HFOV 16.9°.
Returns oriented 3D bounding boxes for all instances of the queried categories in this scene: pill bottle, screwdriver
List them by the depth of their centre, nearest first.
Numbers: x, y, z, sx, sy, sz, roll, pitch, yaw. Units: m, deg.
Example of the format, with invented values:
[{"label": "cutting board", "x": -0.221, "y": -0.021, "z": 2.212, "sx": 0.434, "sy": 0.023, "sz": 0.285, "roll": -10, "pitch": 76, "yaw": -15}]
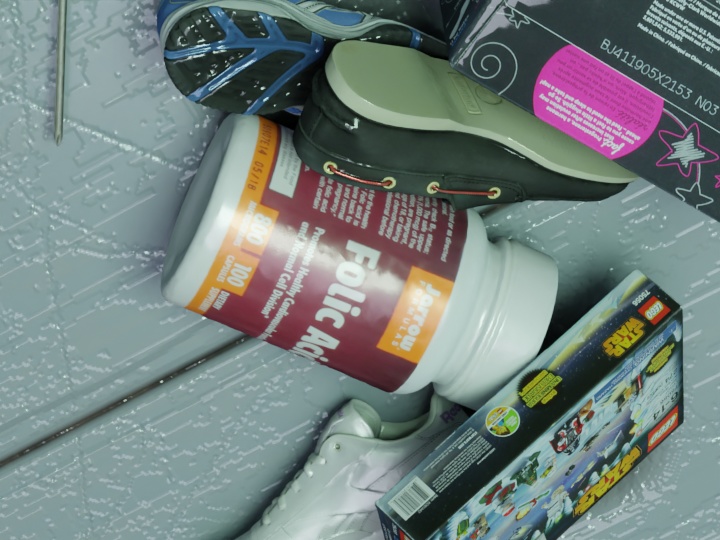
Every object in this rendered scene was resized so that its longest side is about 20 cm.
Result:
[{"label": "screwdriver", "x": -0.163, "y": -0.163, "z": 1.305, "sx": 0.029, "sy": 0.028, "sz": 0.201, "roll": 21, "pitch": 118, "yaw": 22}, {"label": "pill bottle", "x": 0.000, "y": 0.000, "z": 1.337, "sx": 0.199, "sy": 0.114, "sz": 0.115, "roll": 22, "pitch": 113, "yaw": -11}]

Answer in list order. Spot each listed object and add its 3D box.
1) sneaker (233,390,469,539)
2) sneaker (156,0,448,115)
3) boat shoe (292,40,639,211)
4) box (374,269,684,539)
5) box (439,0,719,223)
[{"label": "sneaker", "x": -0.017, "y": 0.133, "z": 1.436, "sx": 0.199, "sy": 0.075, "sz": 0.100, "roll": -23, "pitch": 97, "yaw": 7}, {"label": "sneaker", "x": -0.019, "y": -0.117, "z": 1.309, "sx": 0.199, "sy": 0.077, "sz": 0.076, "roll": 16, "pitch": 112, "yaw": -29}, {"label": "boat shoe", "x": 0.059, "y": -0.069, "z": 1.284, "sx": 0.200, "sy": 0.074, "sz": 0.063, "roll": 9, "pitch": 132, "yaw": -29}, {"label": "box", "x": 0.099, "y": 0.106, "z": 1.346, "sx": 0.200, "sy": 0.040, "sz": 0.137, "roll": -41, "pitch": 153, "yaw": -15}, {"label": "box", "x": 0.157, "y": -0.128, "z": 1.244, "sx": 0.199, "sy": 0.115, "sz": 0.132, "roll": 28, "pitch": 110, "yaw": -15}]
